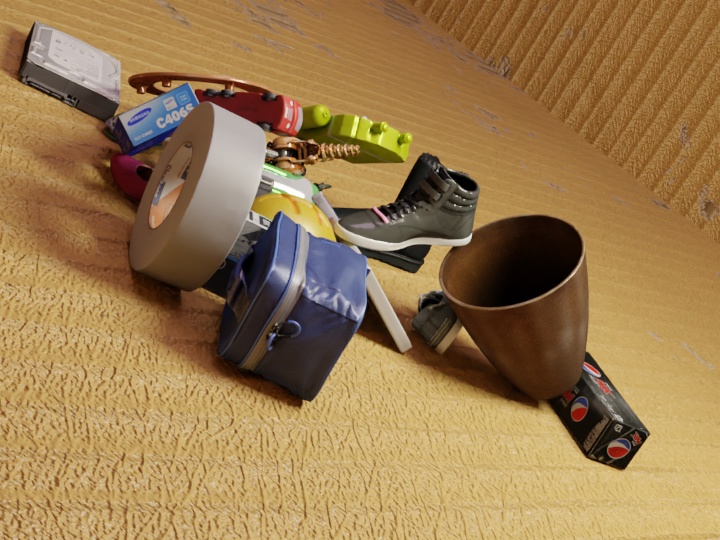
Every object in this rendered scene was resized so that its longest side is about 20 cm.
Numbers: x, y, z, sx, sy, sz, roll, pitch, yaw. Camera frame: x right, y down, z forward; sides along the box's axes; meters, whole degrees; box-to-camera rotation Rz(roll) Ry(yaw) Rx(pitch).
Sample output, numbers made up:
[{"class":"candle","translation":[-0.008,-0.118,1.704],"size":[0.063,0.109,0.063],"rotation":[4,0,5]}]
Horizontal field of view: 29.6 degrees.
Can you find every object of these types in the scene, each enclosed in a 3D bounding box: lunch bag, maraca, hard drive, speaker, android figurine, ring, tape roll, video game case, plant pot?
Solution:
[{"class":"lunch bag","translation":[-0.080,0.036,1.443],"size":[0.132,0.136,0.200],"rotation":[27,20,-11]},{"class":"maraca","translation":[-0.086,-0.033,1.675],"size":[0.137,0.107,0.200],"rotation":[24,-6,20]},{"class":"hard drive","translation":[-0.406,-0.283,1.919],"size":[0.140,0.038,0.200],"rotation":[25,20,-19]},{"class":"speaker","translation":[-0.154,-0.110,1.788],"size":[0.200,0.089,0.088],"rotation":[19,21,-32]},{"class":"android figurine","translation":[-0.012,-0.187,1.925],"size":[0.182,0.041,0.200],"rotation":[20,-11,-36]},{"class":"ring","translation":[-0.217,-0.242,1.859],"size":[0.200,0.019,0.200],"rotation":[4,-4,0]},{"class":"tape roll","translation":[-0.179,-0.080,1.485],"size":[0.066,0.200,0.200],"rotation":[24,19,-22]},{"class":"video game case","translation":[0.000,0.000,1.733],"size":[0.143,0.018,0.200],"rotation":[61,-2,-36]},{"class":"plant pot","translation":[0.216,0.062,1.749],"size":[0.187,0.187,0.200],"rotation":[-121,-172,-55]}]

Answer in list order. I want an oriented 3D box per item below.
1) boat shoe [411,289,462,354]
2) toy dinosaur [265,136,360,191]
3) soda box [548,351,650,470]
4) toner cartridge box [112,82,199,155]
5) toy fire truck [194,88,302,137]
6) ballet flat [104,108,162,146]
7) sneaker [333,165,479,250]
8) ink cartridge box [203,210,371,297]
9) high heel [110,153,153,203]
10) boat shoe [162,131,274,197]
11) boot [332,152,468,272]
[{"class":"boat shoe","translation":[0.109,0.045,1.828],"size":[0.062,0.073,0.200],"rotation":[34,23,-3]},{"class":"toy dinosaur","translation":[-0.102,-0.143,1.880],"size":[0.200,0.102,0.136],"rotation":[13,-9,21]},{"class":"soda box","translation":[0.302,0.174,1.808],"size":[0.071,0.063,0.200],"rotation":[23,21,-27]},{"class":"toner cartridge box","translation":[-0.253,-0.183,1.688],"size":[0.043,0.095,0.200],"rotation":[63,-11,-6]},{"class":"toy fire truck","translation":[-0.151,-0.201,1.809],"size":[0.200,0.049,0.141],"rotation":[8,-3,28]},{"class":"ballet flat","translation":[-0.268,-0.204,1.882],"size":[0.072,0.072,0.200],"rotation":[43,21,31]},{"class":"sneaker","translation":[0.062,-0.082,1.690],"size":[0.200,0.099,0.071],"rotation":[-3,36,-29]},{"class":"ink cartridge box","translation":[-0.094,0.003,1.567],"size":[0.200,0.100,0.039],"rotation":[24,20,-17]},{"class":"high heel","translation":[-0.226,-0.109,1.652],"size":[0.200,0.096,0.067],"rotation":[41,21,26]},{"class":"boat shoe","translation":[-0.170,-0.128,1.664],"size":[0.073,0.063,0.200],"rotation":[21,-12,35]},{"class":"boot","translation":[0.049,-0.098,1.949],"size":[0.200,0.168,0.076],"rotation":[19,22,-31]}]
